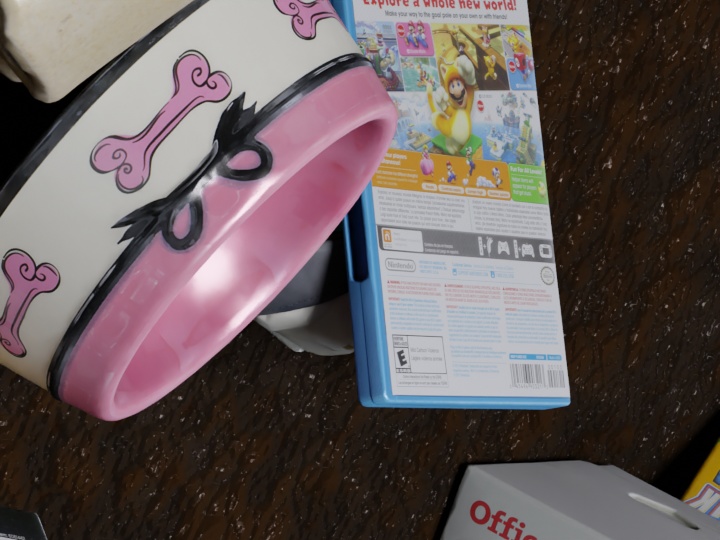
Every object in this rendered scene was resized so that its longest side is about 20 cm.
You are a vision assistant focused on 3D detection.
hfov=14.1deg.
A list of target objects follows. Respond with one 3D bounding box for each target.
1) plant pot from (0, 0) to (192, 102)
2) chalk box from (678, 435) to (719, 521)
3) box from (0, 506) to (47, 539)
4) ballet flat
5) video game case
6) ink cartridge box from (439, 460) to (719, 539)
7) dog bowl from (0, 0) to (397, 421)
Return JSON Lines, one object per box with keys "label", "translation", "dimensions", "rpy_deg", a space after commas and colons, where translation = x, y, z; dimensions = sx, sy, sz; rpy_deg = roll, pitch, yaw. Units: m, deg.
{"label": "plant pot", "translation": [-0.087, -0.166, 1.003], "dimensions": [0.183, 0.200, 0.200], "rpy_deg": [-44, 142, -8]}
{"label": "chalk box", "translation": [0.242, 0.176, 1.634], "dimensions": [0.200, 0.124, 0.125], "rpy_deg": [-52, 147, -41]}
{"label": "box", "translation": [-0.225, 0.126, 1.048], "dimensions": [0.137, 0.040, 0.200], "rpy_deg": [-43, 143, 24]}
{"label": "ballet flat", "translation": [0.000, 0.000, 1.294], "dimensions": [0.200, 0.073, 0.073], "rpy_deg": [-18, 125, -48]}
{"label": "video game case", "translation": [0.038, -0.039, 1.284], "dimensions": [0.143, 0.018, 0.200], "rpy_deg": [4, 78, -52]}
{"label": "ink cartridge box", "translation": [0.114, 0.215, 1.516], "dimensions": [0.145, 0.145, 0.200], "rpy_deg": [7, 105, -53]}
{"label": "dog bowl", "translation": [-0.066, -0.025, 1.121], "dimensions": [0.200, 0.074, 0.200], "rpy_deg": [-45, 171, -9]}
